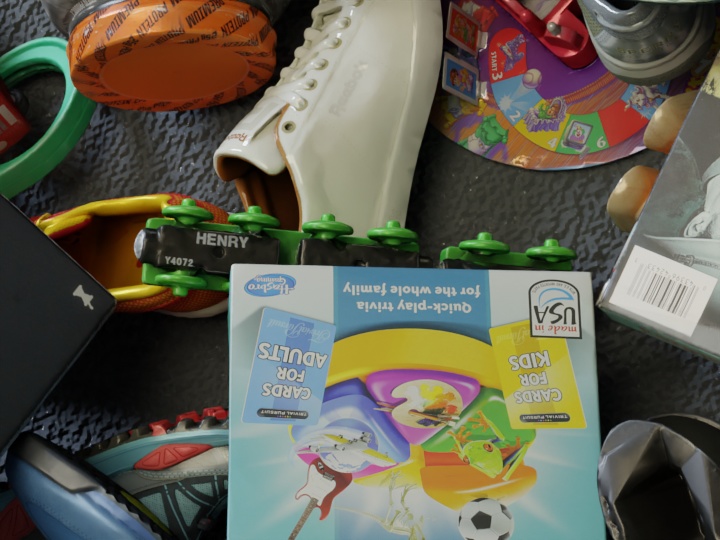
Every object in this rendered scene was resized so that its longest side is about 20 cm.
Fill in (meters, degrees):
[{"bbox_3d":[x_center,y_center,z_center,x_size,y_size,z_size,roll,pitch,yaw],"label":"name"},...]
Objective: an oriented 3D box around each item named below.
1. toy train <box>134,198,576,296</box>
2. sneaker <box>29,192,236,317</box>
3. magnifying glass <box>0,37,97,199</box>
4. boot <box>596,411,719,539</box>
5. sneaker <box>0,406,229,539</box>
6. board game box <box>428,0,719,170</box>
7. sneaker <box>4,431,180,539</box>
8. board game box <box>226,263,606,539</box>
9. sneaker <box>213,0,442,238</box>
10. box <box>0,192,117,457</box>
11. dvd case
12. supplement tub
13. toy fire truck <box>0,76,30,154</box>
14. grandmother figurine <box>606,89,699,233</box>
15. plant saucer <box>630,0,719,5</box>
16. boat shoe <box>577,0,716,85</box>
[{"bbox_3d":[0.000,0.000,1.275,0.199,0.056,0.042,6,84,-11],"label":"toy train"},{"bbox_3d":[-0.144,-0.003,1.384,0.200,0.077,0.073,-16,68,33],"label":"sneaker"},{"bbox_3d":[-0.204,-0.033,1.433,0.200,0.022,0.080,-49,42,-3],"label":"magnifying glass"},{"bbox_3d":[0.129,0.099,1.152,0.066,0.200,0.165,-45,61,8],"label":"boot"},{"bbox_3d":[-0.101,0.123,1.344,0.200,0.079,0.096,-22,87,21],"label":"sneaker"},{"bbox_3d":[0.094,-0.147,1.333,0.158,0.039,0.201,-5,73,25],"label":"board game box"},{"bbox_3d":[-0.090,0.155,1.270,0.078,0.066,0.200,-45,100,0],"label":"sneaker"},{"bbox_3d":[0.021,0.094,1.185,0.151,0.047,0.200,1,58,-3],"label":"board game box"},{"bbox_3d":[-0.017,-0.075,1.332,0.073,0.085,0.200,-16,64,59],"label":"sneaker"},{"bbox_3d":[-0.239,0.075,1.294,0.123,0.200,0.198,44,128,-8],"label":"box"},{"bbox_3d":[0.200,-0.047,1.202,0.146,0.022,0.200,22,83,28],"label":"dvd case"},{"bbox_3d":[-0.094,-0.184,1.390,0.122,0.123,0.200,-12,71,23],"label":"supplement tub"},{"bbox_3d":[-0.255,-0.093,1.461,0.141,0.049,0.200,-38,45,2],"label":"toy fire truck"},{"bbox_3d":[0.201,-0.002,1.232,0.200,0.061,0.121,37,120,27],"label":"grandmother figurine"},{"bbox_3d":[0.137,-0.184,1.233,0.199,0.036,0.200,-4,59,8],"label":"plant saucer"},{"bbox_3d":[0.099,-0.177,1.285,0.074,0.065,0.202,-20,63,12],"label":"boat shoe"}]
